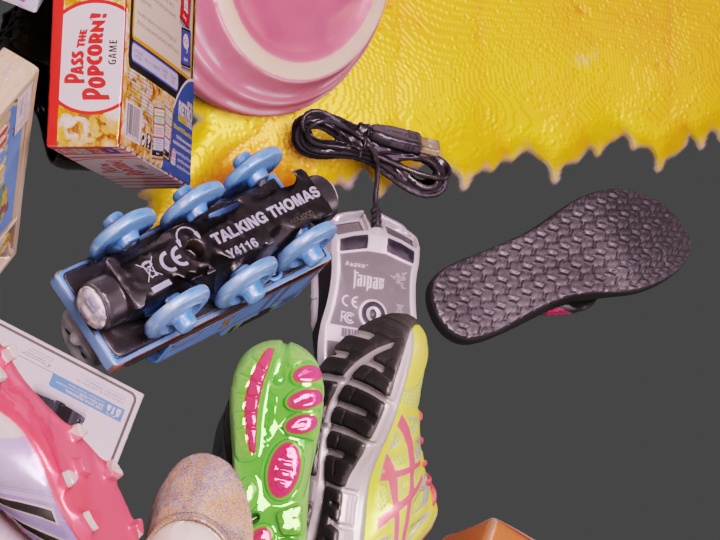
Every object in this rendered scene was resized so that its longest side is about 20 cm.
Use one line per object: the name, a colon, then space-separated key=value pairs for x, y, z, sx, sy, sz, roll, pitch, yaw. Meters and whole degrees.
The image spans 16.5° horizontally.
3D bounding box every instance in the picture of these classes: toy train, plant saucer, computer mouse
toy train: x=-0.100 y=0.000 z=1.513 sx=0.200 sy=0.114 sz=0.087 roll=-28 pitch=76 yaw=-38
plant saucer: x=-0.051 y=-0.199 z=1.607 sx=0.200 sy=0.051 sz=0.202 roll=-7 pitch=101 yaw=-41
computer mouse: x=0.000 y=0.000 z=1.610 sx=0.109 sy=0.044 sz=0.201 roll=12 pitch=73 yaw=-21

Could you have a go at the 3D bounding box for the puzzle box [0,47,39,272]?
puzzle box: x=-0.234 y=-0.021 z=1.403 sx=0.025 sy=0.200 sz=0.133 roll=31 pitch=59 yaw=7

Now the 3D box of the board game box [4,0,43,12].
board game box: x=-0.257 y=-0.245 z=1.479 sx=0.198 sy=0.043 sz=0.200 roll=20 pitch=33 yaw=-3

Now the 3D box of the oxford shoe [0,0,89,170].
oxford shoe: x=-0.193 y=-0.159 z=1.551 sx=0.084 sy=0.073 sz=0.201 roll=-13 pitch=78 yaw=-30

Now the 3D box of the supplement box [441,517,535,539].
supplement box: x=0.062 y=0.259 z=1.542 sx=0.069 sy=0.066 sz=0.201 roll=33 pitch=60 yaw=-18

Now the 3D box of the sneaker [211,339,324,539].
sneaker: x=-0.063 y=0.144 z=1.506 sx=0.076 sy=0.084 sz=0.201 roll=18 pitch=82 yaw=2

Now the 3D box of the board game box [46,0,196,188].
board game box: x=-0.136 y=-0.158 z=1.463 sx=0.046 sy=0.151 sz=0.201 roll=0 pitch=82 yaw=11

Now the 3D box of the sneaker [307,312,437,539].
sneaker: x=0.012 y=0.126 z=1.544 sx=0.090 sy=0.078 sz=0.201 roll=12 pitch=94 yaw=-35

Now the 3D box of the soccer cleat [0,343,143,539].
soccer cleat: x=-0.195 y=0.108 z=1.391 sx=0.200 sy=0.076 sz=0.067 roll=56 pitch=24 yaw=-18

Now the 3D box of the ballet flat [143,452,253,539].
ballet flat: x=-0.103 y=0.206 z=1.427 sx=0.068 sy=0.067 sz=0.201 roll=8 pitch=89 yaw=4

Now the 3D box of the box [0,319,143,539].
box: x=-0.215 y=0.140 z=1.434 sx=0.116 sy=0.060 sz=0.201 roll=30 pitch=60 yaw=-16

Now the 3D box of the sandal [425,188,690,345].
sandal: x=0.132 y=-0.001 z=1.696 sx=0.199 sy=0.045 sz=0.075 roll=-19 pitch=76 yaw=-18
